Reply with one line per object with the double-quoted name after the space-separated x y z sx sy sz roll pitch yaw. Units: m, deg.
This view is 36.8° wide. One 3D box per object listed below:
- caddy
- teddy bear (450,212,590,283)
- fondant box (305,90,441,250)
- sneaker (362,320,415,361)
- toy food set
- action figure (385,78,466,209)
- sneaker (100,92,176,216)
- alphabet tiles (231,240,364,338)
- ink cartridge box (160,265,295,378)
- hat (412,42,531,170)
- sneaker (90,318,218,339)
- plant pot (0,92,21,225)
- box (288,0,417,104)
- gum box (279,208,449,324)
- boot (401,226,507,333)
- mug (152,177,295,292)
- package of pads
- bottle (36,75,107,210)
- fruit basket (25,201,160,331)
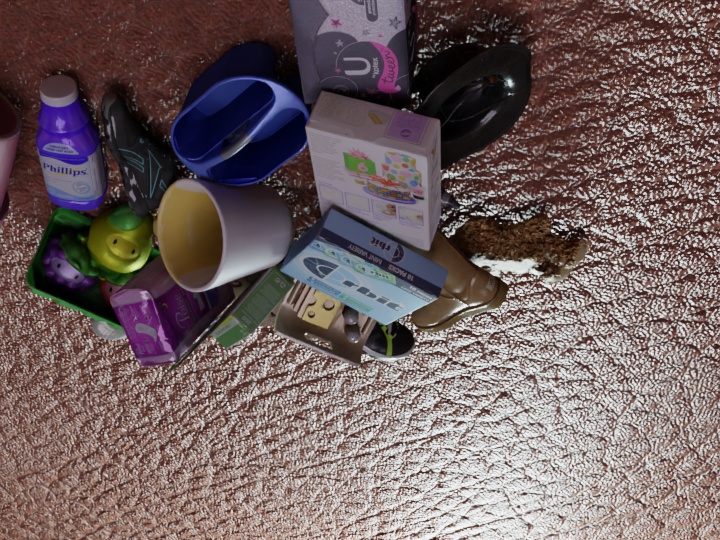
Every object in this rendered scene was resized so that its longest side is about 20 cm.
-0.146 -0.186 1.352 0.141 0.105 0.200 35 133 -27 "caddy"
0.221 -0.033 1.513 0.199 0.067 0.145 3 154 2 "teddy bear"
0.020 -0.113 1.274 0.144 0.058 0.200 16 154 13 "fondant box"
0.011 0.072 1.653 0.199 0.072 0.083 27 137 -21 "sneaker"
-0.020 0.030 1.545 0.143 0.060 0.201 23 108 -17 "toy food set"
0.044 -0.149 1.373 0.193 0.105 0.200 12 141 -18 "action figure"
-0.293 -0.162 1.448 0.079 0.076 0.200 -15 140 -4 "sneaker"
-0.109 0.035 1.626 0.199 0.008 0.168 -9 118 30 "alphabet tiles"
-0.190 0.087 1.539 0.048 0.200 0.145 43 157 -7 "ink cartridge box"
0.112 -0.211 1.287 0.200 0.081 0.201 -30 154 -16 "hat"
-0.327 0.069 1.722 0.199 0.073 0.072 -3 114 -6 "sneaker"
-0.538 -0.149 1.411 0.199 0.200 0.179 27 120 -21 "plant pot"
-0.005 -0.293 1.199 0.131 0.115 0.200 2 140 8 "box"
0.000 0.000 1.404 0.169 0.045 0.200 28 162 -10 "gum box"
0.080 -0.004 1.476 0.200 0.066 0.175 36 137 -30 "boot"
-0.183 -0.066 1.478 0.153 0.187 0.150 -10 134 -44 "mug"
-0.261 0.036 1.539 0.075 0.200 0.121 -10 112 28 "package of pads"
-0.389 -0.168 1.443 0.083 0.065 0.200 8 140 1 "bottle"
-0.368 -0.010 1.577 0.215 0.156 0.216 14 156 6 "fruit basket"
